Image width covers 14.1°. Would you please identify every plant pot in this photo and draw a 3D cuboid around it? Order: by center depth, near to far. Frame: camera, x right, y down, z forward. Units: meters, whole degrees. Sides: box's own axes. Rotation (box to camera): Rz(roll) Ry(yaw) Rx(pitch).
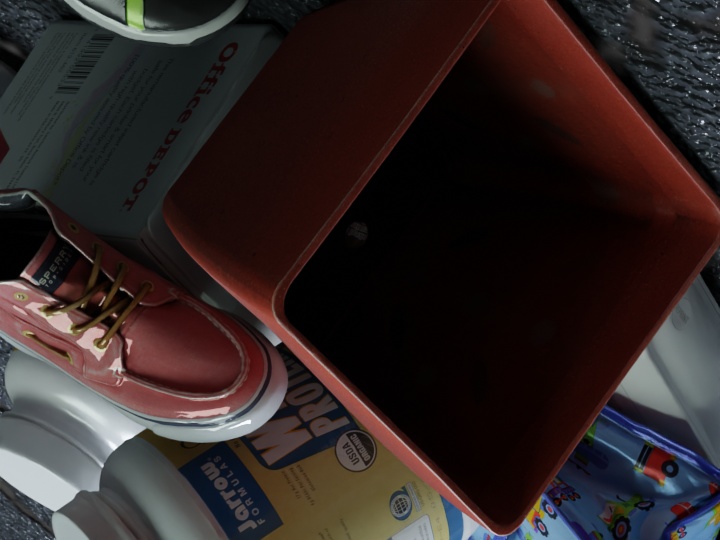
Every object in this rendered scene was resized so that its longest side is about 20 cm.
[{"bbox_3d":[0.022,-0.024,1.426,0.176,0.200,0.200,21,161,51],"label":"plant pot"}]

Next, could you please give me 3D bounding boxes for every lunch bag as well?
[{"bbox_3d":[0.094,0.108,1.592,0.200,0.094,0.151,39,161,15],"label":"lunch bag"}]

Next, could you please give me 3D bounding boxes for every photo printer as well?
[{"bbox_3d":[0.125,0.038,1.579,0.166,0.070,0.200,14,154,37],"label":"photo printer"}]

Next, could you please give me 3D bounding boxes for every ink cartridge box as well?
[{"bbox_3d":[-0.123,-0.056,1.592,0.199,0.146,0.083,7,148,48],"label":"ink cartridge box"}]

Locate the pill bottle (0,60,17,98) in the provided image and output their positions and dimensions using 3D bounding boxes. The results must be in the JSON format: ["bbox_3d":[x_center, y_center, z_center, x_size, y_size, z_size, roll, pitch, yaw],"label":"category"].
[{"bbox_3d":[-0.265,-0.091,1.755,0.200,0.115,0.114,35,159,-13],"label":"pill bottle"}]

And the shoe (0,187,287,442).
[{"bbox_3d":[-0.133,0.021,1.470,0.199,0.072,0.091,22,164,33],"label":"shoe"}]

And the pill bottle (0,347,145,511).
[{"bbox_3d":[-0.148,0.048,1.795,0.112,0.201,0.113,27,159,11],"label":"pill bottle"}]

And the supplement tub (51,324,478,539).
[{"bbox_3d":[-0.048,0.127,1.548,0.145,0.199,0.145,49,160,25],"label":"supplement tub"}]

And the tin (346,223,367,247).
[{"bbox_3d":[0.000,0.000,1.714,0.199,0.042,0.112,23,155,19],"label":"tin"}]

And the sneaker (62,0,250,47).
[{"bbox_3d":[-0.142,-0.182,1.435,0.199,0.072,0.083,31,159,-1],"label":"sneaker"}]

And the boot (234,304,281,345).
[{"bbox_3d":[-0.082,0.030,1.653,0.090,0.073,0.200,24,-171,25],"label":"boot"}]

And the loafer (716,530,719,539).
[{"bbox_3d":[0.184,0.116,1.700,0.199,0.073,0.071,27,171,25],"label":"loafer"}]
